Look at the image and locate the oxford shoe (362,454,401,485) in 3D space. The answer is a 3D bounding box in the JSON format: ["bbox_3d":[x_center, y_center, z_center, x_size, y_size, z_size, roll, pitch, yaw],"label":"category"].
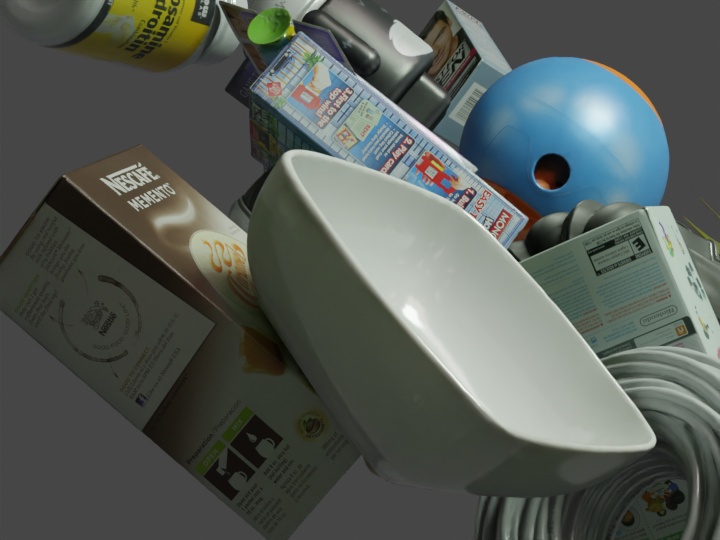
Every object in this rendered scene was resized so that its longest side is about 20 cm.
[{"bbox_3d":[0.019,0.072,0.981,0.074,0.071,0.200,-2,21,13],"label":"oxford shoe"}]

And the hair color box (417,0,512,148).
[{"bbox_3d":[0.110,-0.225,1.811,0.061,0.099,0.200,30,20,-22],"label":"hair color box"}]

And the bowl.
[{"bbox_3d":[0.035,0.038,0.797,0.200,0.075,0.200,14,34,-55],"label":"bowl"}]

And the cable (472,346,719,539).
[{"bbox_3d":[0.151,0.138,0.843,0.069,0.200,0.200,31,38,-36],"label":"cable"}]

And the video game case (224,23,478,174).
[{"bbox_3d":[-0.011,-0.117,1.301,0.200,0.019,0.143,38,-23,-6],"label":"video game case"}]

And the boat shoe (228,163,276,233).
[{"bbox_3d":[0.000,0.000,1.105,0.200,0.066,0.070,41,18,9],"label":"boat shoe"}]

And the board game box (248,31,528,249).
[{"bbox_3d":[0.017,-0.051,1.144,0.200,0.062,0.200,35,-19,11],"label":"board game box"}]

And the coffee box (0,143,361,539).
[{"bbox_3d":[-0.081,0.034,0.823,0.200,0.080,0.114,40,18,2],"label":"coffee box"}]

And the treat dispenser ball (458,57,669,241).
[{"bbox_3d":[0.193,-0.103,1.513,0.201,0.201,0.201,34,18,-13],"label":"treat dispenser ball"}]

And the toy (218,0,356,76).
[{"bbox_3d":[-0.040,-0.121,1.247,0.115,0.047,0.200,20,-27,35],"label":"toy"}]

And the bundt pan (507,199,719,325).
[{"bbox_3d":[0.152,0.038,1.067,0.076,0.202,0.202,35,15,-43],"label":"bundt pan"}]

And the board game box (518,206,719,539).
[{"bbox_3d":[0.153,0.080,0.962,0.064,0.147,0.200,-8,75,-67],"label":"board game box"}]

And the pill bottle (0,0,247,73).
[{"bbox_3d":[-0.175,-0.212,1.211,0.112,0.112,0.200,47,20,24],"label":"pill bottle"}]

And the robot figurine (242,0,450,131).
[{"bbox_3d":[-0.015,-0.187,1.449,0.200,0.150,0.125,39,46,1],"label":"robot figurine"}]
